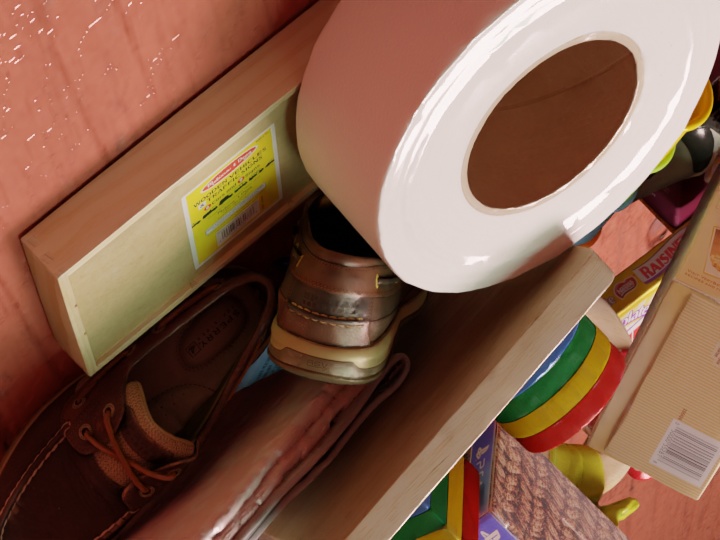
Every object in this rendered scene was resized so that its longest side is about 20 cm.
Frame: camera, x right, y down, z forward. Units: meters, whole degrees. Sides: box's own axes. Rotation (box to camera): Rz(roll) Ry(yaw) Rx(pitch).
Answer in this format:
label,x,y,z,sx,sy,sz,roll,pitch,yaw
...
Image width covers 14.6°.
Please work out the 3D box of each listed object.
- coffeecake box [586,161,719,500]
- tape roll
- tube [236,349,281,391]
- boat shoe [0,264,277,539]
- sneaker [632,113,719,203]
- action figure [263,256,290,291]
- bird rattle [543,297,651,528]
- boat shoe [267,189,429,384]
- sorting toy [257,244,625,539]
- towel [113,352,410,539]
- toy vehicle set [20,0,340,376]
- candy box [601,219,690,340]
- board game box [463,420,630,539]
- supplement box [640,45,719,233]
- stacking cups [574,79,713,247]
label,x,y,z,sx,sy,sz,roll,pitch,yaw
coffeecake box,0.209,-0.001,1.540,0.201,0.073,0.154,-60,174,-40
tape roll,0.069,-0.088,1.297,0.202,0.071,0.203,-28,146,-21
tube,0.000,0.028,1.597,0.199,0.050,0.078,-23,150,-36
boat shoe,-0.111,0.075,1.375,0.200,0.072,0.072,-45,-173,-11
sneaker,0.132,-0.058,1.540,0.079,0.074,0.200,-45,-172,-25
action figure,0.000,0.000,1.530,0.200,0.052,0.066,-33,154,-39
bird rattle,0.128,0.075,1.592,0.200,0.164,0.112,-44,-160,-32
boat shoe,0.001,-0.011,1.396,0.200,0.071,0.068,-69,170,-68
sorting toy,0.038,0.080,1.424,0.200,0.070,0.199,-48,-164,-10
towel,-0.082,0.118,1.411,0.191,0.032,0.200,-27,-164,50
toy vehicle set,-0.066,-0.043,1.313,0.200,0.027,0.124,-40,162,-15
candy box,0.160,0.034,1.711,0.200,0.026,0.102,-36,154,-15
board game box,0.052,0.205,1.498,0.200,0.159,0.097,-38,-162,22
supplement box,0.195,-0.117,1.628,0.110,0.086,0.200,-41,162,-9
stacking cups,0.112,-0.040,1.473,0.060,0.061,0.200,-29,163,-40
